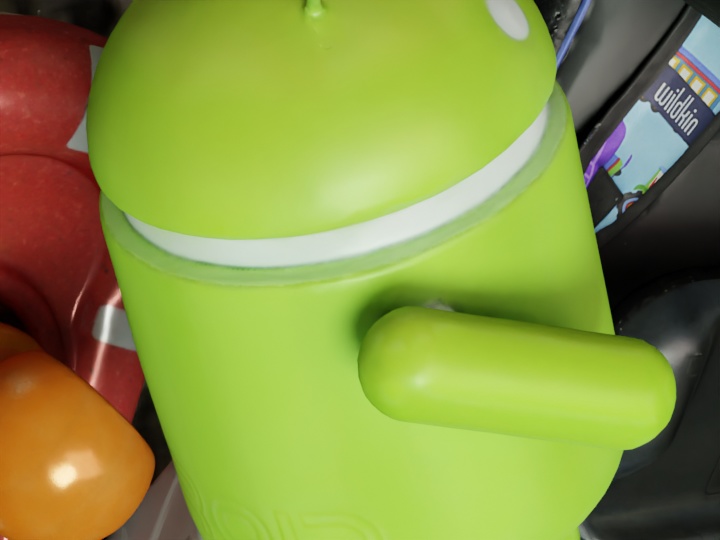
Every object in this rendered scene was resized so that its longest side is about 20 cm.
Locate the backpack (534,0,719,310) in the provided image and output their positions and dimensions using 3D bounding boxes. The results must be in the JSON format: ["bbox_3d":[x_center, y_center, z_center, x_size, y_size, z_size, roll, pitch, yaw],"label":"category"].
[{"bbox_3d":[0.093,-0.080,0.849,0.182,0.134,0.200,21,92,-44],"label":"backpack"}]

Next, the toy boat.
[{"bbox_3d":[-0.099,0.033,0.745,0.130,0.131,0.200,13,96,-40],"label":"toy boat"}]

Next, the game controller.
[{"bbox_3d":[0.126,0.044,0.817,0.200,0.042,0.105,-3,114,-44],"label":"game controller"}]

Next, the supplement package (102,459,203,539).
[{"bbox_3d":[0.007,0.157,0.809,0.200,0.121,0.120,26,126,-24],"label":"supplement package"}]

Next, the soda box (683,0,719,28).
[{"bbox_3d":[0.155,-0.071,0.771,0.200,0.063,0.071,30,89,-44],"label":"soda box"}]

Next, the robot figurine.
[{"bbox_3d":[0.000,0.000,0.688,0.115,0.176,0.200,-20,122,-9],"label":"robot figurine"}]
